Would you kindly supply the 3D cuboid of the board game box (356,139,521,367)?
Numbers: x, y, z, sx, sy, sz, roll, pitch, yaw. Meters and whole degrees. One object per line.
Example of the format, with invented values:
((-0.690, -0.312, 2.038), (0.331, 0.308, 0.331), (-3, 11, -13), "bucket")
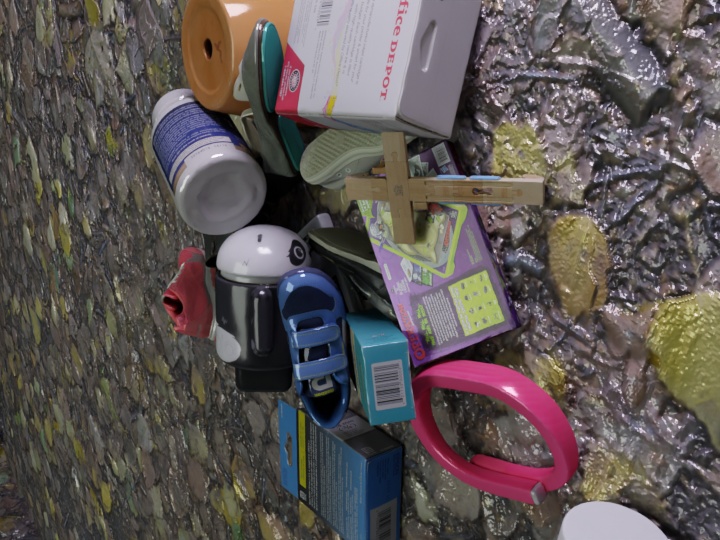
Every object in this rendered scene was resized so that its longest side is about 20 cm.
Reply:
((0.075, -0.016, 0.797), (0.119, 0.032, 0.203), (-23, 80, 21), "board game box")

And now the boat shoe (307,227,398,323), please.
((0.000, 0.000, 0.910), (0.199, 0.071, 0.069), (31, 121, 42), "boat shoe")

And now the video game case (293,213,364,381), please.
((-0.065, 0.047, 1.056), (0.199, 0.023, 0.185), (-35, 71, 51), "video game case")

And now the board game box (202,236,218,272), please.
((-0.186, -0.038, 1.152), (0.200, 0.025, 0.203), (-53, 43, 47), "board game box")

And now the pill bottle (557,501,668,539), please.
((0.206, 0.316, 0.692), (0.113, 0.112, 0.203), (33, 126, 43), "pill bottle")

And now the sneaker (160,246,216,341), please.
((-0.258, 0.025, 1.164), (0.201, 0.085, 0.075), (58, 135, 47), "sneaker")

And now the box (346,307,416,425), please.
((0.017, 0.099, 0.857), (0.200, 0.048, 0.084), (-139, 42, -81), "box")

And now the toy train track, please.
((0.081, -0.083, 0.755), (0.197, 0.033, 0.117), (4, 118, 23), "toy train track")

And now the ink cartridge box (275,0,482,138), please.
((0.011, -0.216, 0.780), (0.198, 0.085, 0.150), (17, 95, 46), "ink cartridge box")

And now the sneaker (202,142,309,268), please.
((-0.129, -0.081, 1.009), (0.198, 0.074, 0.108), (-29, 57, 30), "sneaker")

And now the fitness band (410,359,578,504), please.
((0.125, 0.159, 0.780), (0.198, 0.037, 0.145), (-1, 118, 51), "fitness band")

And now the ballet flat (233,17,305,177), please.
((-0.110, -0.185, 0.866), (0.063, 0.068, 0.202), (6, 140, 16), "ballet flat")

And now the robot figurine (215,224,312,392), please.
((-0.116, 0.046, 0.955), (0.149, 0.123, 0.204), (16, 110, 46), "robot figurine")

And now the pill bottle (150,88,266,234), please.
((-0.197, -0.144, 0.966), (0.201, 0.109, 0.112), (56, 140, 43), "pill bottle")

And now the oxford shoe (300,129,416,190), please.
((0.014, -0.145, 0.864), (0.198, 0.057, 0.076), (-25, 56, 40), "oxford shoe")

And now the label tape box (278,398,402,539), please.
((-0.030, 0.263, 1.039), (0.199, 0.063, 0.147), (23, 119, 48), "label tape box")

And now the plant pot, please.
((-0.127, -0.271, 0.943), (0.199, 0.138, 0.204), (21, 116, 50), "plant pot")

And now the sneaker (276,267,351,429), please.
((-0.046, 0.090, 0.872), (0.083, 0.073, 0.203), (-97, -5, -58), "sneaker")
